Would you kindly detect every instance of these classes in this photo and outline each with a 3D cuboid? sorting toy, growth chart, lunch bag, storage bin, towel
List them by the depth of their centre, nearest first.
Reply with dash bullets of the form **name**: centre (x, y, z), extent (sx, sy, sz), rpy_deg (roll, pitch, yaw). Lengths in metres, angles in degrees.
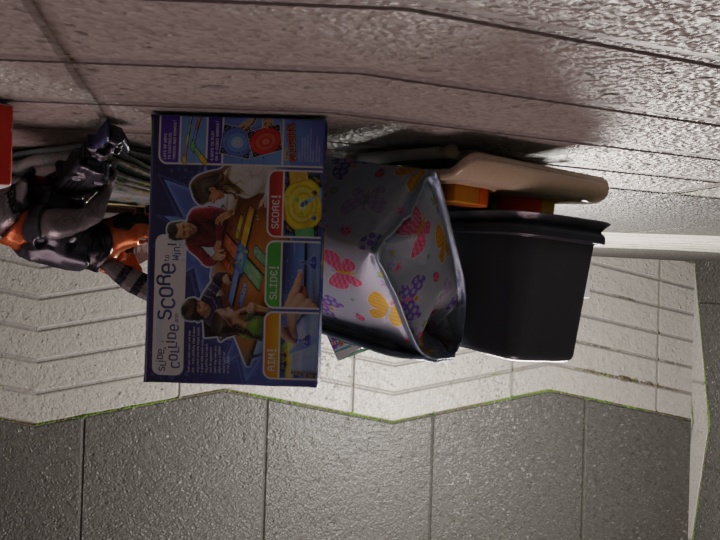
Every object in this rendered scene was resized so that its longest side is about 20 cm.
- **lunch bag**: centre (-0.001, 0.005, 0.701), extent (0.168, 0.128, 0.201), rpy_deg (15, 146, 32)
- **sorting toy**: centre (0.106, -0.072, 0.735), extent (0.183, 0.037, 0.199), rpy_deg (5, 177, -33)
- **growth chart**: centre (0.093, -0.100, 0.752), extent (0.198, 0.018, 0.144), rpy_deg (5, 176, -43)
- **storage bin**: centre (0.145, 0.013, 0.767), extent (0.144, 0.136, 0.199), rpy_deg (5, -178, -30)
- **towel**: centre (-0.261, -0.096, 0.808), extent (0.198, 0.049, 0.170), rpy_deg (2, 179, 35)

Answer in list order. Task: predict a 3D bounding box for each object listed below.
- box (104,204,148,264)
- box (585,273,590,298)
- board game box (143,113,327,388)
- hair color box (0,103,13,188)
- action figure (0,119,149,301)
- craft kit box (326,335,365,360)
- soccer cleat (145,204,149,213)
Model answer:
- **box**: centre (-0.319, -0.048, 0.958), extent (0.099, 0.076, 0.200), rpy_deg (3, -174, -8)
- **box**: centre (0.522, -0.002, 2.099), extent (0.198, 0.155, 0.106), rpy_deg (2, 179, 43)
- **board game box**: centre (-0.094, -0.015, 0.583), extent (0.133, 0.203, 0.034), rpy_deg (2, 179, 1)
- **hair color box**: centre (-0.352, -0.093, 0.592), extent (0.110, 0.065, 0.199), rpy_deg (2, 178, -39)
- **action figure**: centre (-0.232, -0.038, 0.668), extent (0.192, 0.106, 0.200), rpy_deg (19, 150, -27)
- **craft kit box**: centre (0.000, 0.000, 0.987), extent (0.048, 0.199, 0.199), rpy_deg (-32, 169, 31)
- **soccer cleat**: centre (-0.200, -0.034, 0.881), extent (0.069, 0.087, 0.200), rpy_deg (-29, -149, -8)
